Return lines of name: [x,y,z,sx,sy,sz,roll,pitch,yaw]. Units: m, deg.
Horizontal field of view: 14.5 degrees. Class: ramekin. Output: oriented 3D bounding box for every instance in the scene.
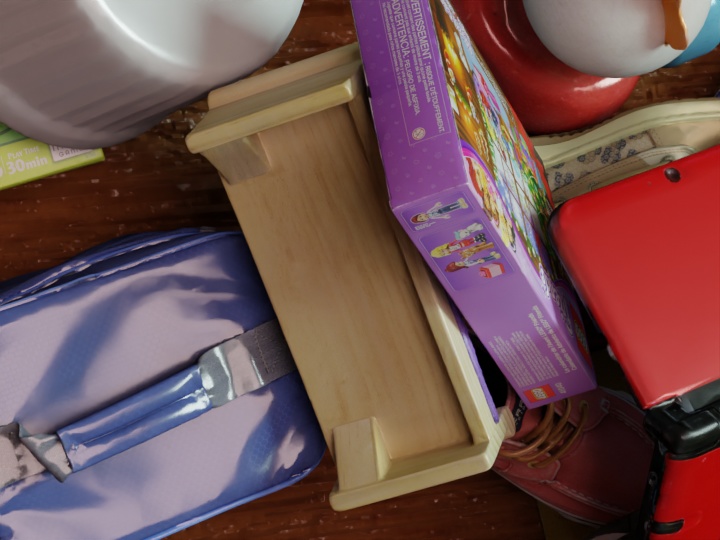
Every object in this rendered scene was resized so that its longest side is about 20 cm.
ramekin: [-0.115,-0.165,1.331,0.200,0.098,0.201,15,69,-44]

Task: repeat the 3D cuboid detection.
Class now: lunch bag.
lunch bag: [-0.125,0.062,1.340,0.200,0.132,0.136,-22,95,-21]

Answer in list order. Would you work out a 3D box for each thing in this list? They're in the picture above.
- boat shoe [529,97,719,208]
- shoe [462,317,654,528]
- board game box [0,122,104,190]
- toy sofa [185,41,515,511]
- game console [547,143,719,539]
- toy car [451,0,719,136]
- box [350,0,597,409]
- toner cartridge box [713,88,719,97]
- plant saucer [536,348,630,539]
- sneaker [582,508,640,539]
boat shoe: [0.128,-0.040,1.448,0.199,0.073,0.063,-14,74,6]
shoe: [0.083,0.077,1.412,0.200,0.091,0.072,30,95,0]
board game box: [-0.204,-0.134,1.364,0.101,0.048,0.201,-18,94,-21]
toy sofa: [0.000,0.000,1.303,0.083,0.098,0.200,-17,104,17]
game console: [0.184,0.042,1.361,0.200,0.119,0.173,-20,135,-31]
toy car: [0.110,-0.159,1.404,0.184,0.200,0.177,-21,95,-21]
box: [0.053,-0.040,1.305,0.039,0.200,0.137,-18,57,12]
toner cartridge box: [0.224,-0.058,1.508,0.095,0.043,0.200,34,74,13]
plant saucer: [0.197,0.128,1.505,0.199,0.048,0.201,-15,93,-20]
sneaker: [0.122,0.177,1.415,0.200,0.076,0.076,-22,121,12]
